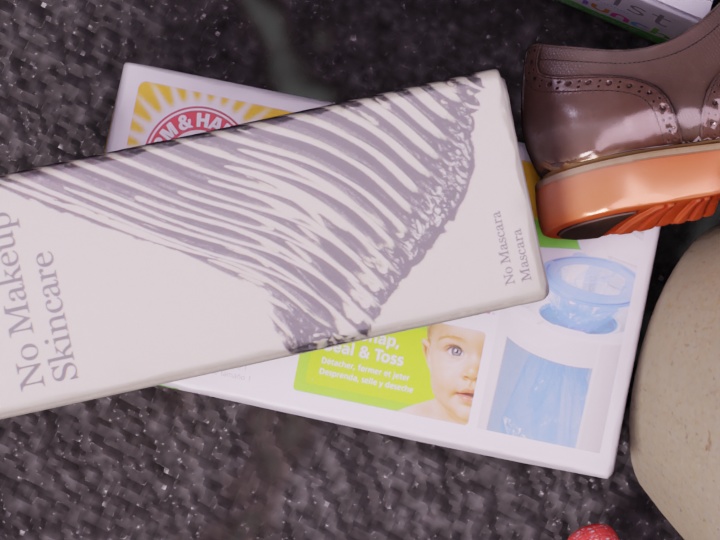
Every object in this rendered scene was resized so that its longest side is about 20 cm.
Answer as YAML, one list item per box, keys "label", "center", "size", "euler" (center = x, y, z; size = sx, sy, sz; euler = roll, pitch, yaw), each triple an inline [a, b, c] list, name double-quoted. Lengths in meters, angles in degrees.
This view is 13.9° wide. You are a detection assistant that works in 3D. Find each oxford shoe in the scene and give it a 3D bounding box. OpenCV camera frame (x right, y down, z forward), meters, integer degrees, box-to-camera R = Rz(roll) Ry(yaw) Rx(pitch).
- label: "oxford shoe"
  center: [0.152, -0.065, 1.002]
  size: [0.199, 0.071, 0.073]
  euler: [-11, 81, -7]

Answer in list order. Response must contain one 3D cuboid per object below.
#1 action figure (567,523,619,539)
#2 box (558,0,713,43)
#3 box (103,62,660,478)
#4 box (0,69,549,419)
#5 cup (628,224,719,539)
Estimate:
- label: "action figure"
  center: [0.080, 0.196, 1.086]
  size: [0.098, 0.065, 0.202]
  euler: [-8, 89, -19]
- label: "box"
  center: [0.191, -0.147, 1.085]
  size: [0.199, 0.097, 0.177]
  euler: [22, 89, -2]
- label: "box"
  center: [0.000, 0.000, 1.073]
  size: [0.199, 0.101, 0.113]
  euler: [11, 89, -2]
- label: "box"
  center: [-0.043, -0.008, 0.986]
  size: [0.199, 0.068, 0.083]
  euler: [-14, 91, -2]
- label: "cup"
  center: [0.180, 0.051, 1.050]
  size: [0.142, 0.200, 0.202]
  euler: [15, 88, 27]
